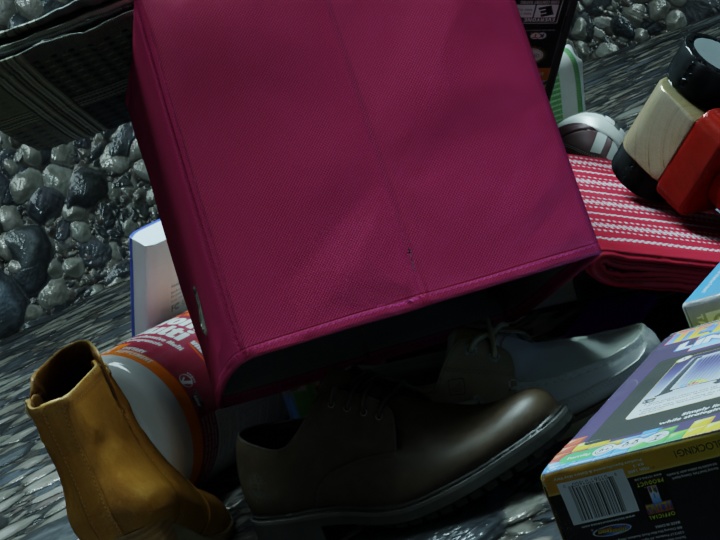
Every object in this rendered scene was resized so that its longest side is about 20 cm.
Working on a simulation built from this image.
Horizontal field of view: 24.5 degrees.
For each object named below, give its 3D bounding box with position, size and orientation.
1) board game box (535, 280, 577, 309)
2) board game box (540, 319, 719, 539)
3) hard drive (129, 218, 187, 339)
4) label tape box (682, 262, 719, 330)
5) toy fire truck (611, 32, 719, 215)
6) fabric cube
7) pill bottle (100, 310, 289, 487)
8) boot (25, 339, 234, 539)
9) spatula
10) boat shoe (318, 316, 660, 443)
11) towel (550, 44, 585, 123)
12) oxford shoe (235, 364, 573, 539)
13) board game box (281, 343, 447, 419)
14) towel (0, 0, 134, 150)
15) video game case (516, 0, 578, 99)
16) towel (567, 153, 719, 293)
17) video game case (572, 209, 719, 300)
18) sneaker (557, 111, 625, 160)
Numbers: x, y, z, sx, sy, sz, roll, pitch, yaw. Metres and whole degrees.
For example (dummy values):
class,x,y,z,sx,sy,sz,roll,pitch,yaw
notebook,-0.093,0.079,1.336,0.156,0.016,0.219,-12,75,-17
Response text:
class,x,y,z,sx,sy,sz,roll,pitch,yaw
board game box,0.178,-0.013,1.239,0.126,0.035,0.200,-31,10,-40
board game box,0.193,0.051,0.653,0.200,0.057,0.165,-19,7,34
hard drive,-0.116,0.038,1.241,0.025,0.200,0.132,28,40,32
label tape box,0.271,-0.005,0.780,0.200,0.066,0.143,-16,11,33
toy fire truck,0.279,-0.056,0.963,0.176,0.200,0.129,-10,-40,-42
fabric cube,-0.011,-0.055,0.914,0.200,0.200,0.196,-16,-8,-11
pill bottle,-0.108,0.082,1.149,0.109,0.110,0.200,-18,6,36
boot,-0.132,0.105,0.943,0.071,0.144,0.201,-23,7,1
spatula,0.197,0.009,1.066,0.200,0.021,0.056,-28,15,-40
boat shoe,0.068,0.063,0.903,0.200,0.068,0.075,-22,8,18
towel,0.100,-0.074,1.293,0.200,0.153,0.023,-31,43,-22
oxford shoe,0.013,0.087,0.856,0.200,0.085,0.073,-18,7,28
board game box,0.000,0.000,1.084,0.151,0.200,0.037,-26,33,-13
towel,-0.134,-0.129,0.969,0.192,0.035,0.200,-18,-8,3
video game case,0.033,-0.135,1.113,0.200,0.026,0.181,-1,-33,-7
towel,0.156,-0.031,0.982,0.144,0.023,0.200,7,20,-22
video game case,0.219,-0.035,1.113,0.143,0.019,0.200,-12,16,14
sneaker,0.095,-0.028,1.145,0.200,0.076,0.116,-39,12,30
